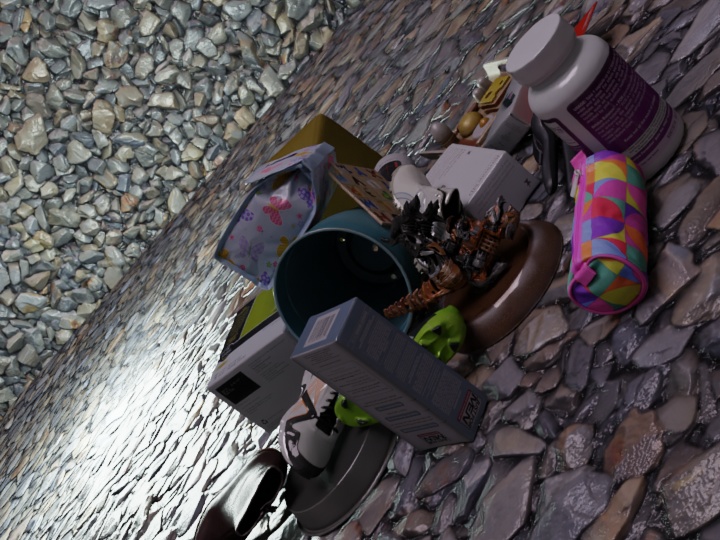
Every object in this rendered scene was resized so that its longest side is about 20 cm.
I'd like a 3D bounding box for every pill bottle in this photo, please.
[{"bbox_3d":[0.263,-0.194,1.170,0.112,0.200,0.112,-44,21,21],"label":"pill bottle"}]

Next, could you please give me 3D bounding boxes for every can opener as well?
[{"bbox_3d":[0.261,-0.157,1.349,0.063,0.079,0.201,-7,34,6],"label":"can opener"}]

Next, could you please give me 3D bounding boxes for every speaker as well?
[{"bbox_3d":[0.065,-0.121,1.677,0.081,0.081,0.200,-45,20,18],"label":"speaker"}]

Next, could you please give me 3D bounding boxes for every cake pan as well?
[{"bbox_3d":[-0.030,0.241,1.319,0.200,0.037,0.201,-45,20,21],"label":"cake pan"}]

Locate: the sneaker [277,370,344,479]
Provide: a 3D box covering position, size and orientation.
[{"bbox_3d":[-0.046,0.173,1.307,0.080,0.074,0.201,-35,26,35],"label":"sneaker"}]

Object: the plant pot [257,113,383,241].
[{"bbox_3d":[-0.067,-0.109,1.804,0.194,0.195,0.201,-37,31,37],"label":"plant pot"}]

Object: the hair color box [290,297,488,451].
[{"bbox_3d":[0.033,0.119,1.142,0.099,0.200,0.061,-24,33,53],"label":"hair color box"}]

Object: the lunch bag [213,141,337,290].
[{"bbox_3d":[-0.115,-0.097,1.528,0.200,0.127,0.170,-55,3,21],"label":"lunch bag"}]

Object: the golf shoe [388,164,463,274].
[{"bbox_3d":[0.104,-0.086,1.387,0.097,0.078,0.201,-53,42,34],"label":"golf shoe"}]

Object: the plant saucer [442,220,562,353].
[{"bbox_3d":[0.167,0.012,1.286,0.200,0.032,0.201,-46,20,21],"label":"plant saucer"}]

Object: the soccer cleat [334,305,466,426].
[{"bbox_3d":[0.051,0.118,1.251,0.200,0.068,0.081,-40,6,18],"label":"soccer cleat"}]

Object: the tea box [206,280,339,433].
[{"bbox_3d":[-0.106,0.107,1.584,0.200,0.133,0.197,-36,26,38],"label":"tea box"}]

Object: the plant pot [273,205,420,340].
[{"bbox_3d":[0.000,0.000,1.471,0.200,0.200,0.188,-41,7,28],"label":"plant pot"}]

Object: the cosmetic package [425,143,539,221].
[{"bbox_3d":[0.161,-0.118,1.465,0.102,0.074,0.200,-54,18,-3],"label":"cosmetic package"}]

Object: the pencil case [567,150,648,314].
[{"bbox_3d":[0.260,-0.045,1.094,0.088,0.088,0.201,-38,24,34],"label":"pencil case"}]

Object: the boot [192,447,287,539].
[{"bbox_3d":[-0.165,0.325,1.361,0.201,0.072,0.166,-57,4,-3],"label":"boot"}]

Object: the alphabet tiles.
[{"bbox_3d":[0.046,-0.098,1.488,0.200,0.166,0.006,45,116,35],"label":"alphabet tiles"}]

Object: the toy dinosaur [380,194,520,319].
[{"bbox_3d":[0.101,-0.020,1.263,0.200,0.136,0.102,-40,-15,-6],"label":"toy dinosaur"}]

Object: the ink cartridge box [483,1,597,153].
[{"bbox_3d":[0.262,-0.287,1.510,0.201,0.043,0.174,-64,5,-31],"label":"ink cartridge box"}]

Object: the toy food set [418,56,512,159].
[{"bbox_3d":[0.184,-0.265,1.688,0.201,0.060,0.143,-56,19,-8],"label":"toy food set"}]
